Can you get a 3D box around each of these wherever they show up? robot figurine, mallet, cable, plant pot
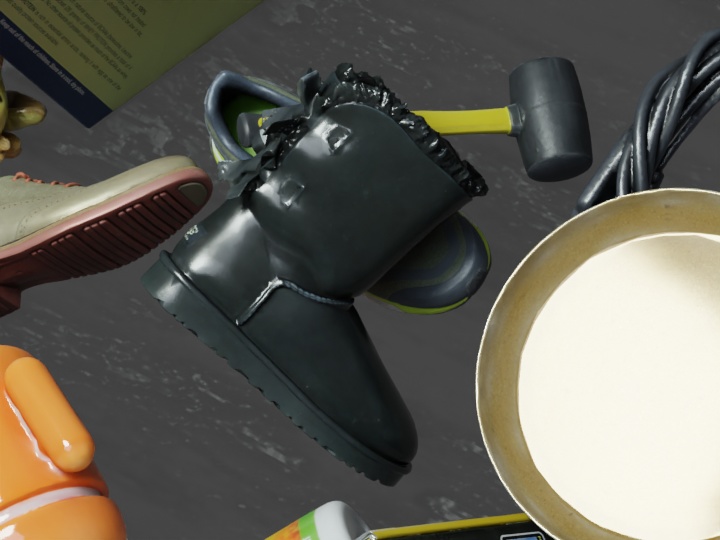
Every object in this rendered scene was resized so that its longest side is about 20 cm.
[{"bbox_3d":[-0.203,0.123,1.198,0.144,0.117,0.200,-33,67,1],"label":"robot figurine"},{"bbox_3d":[0.034,-0.070,1.181,0.200,0.041,0.066,-10,71,-20],"label":"mallet"},{"bbox_3d":[0.211,-0.039,1.160,0.163,0.051,0.200,35,86,22],"label":"cable"},{"bbox_3d":[0.158,0.057,1.111,0.200,0.027,0.200,-5,71,16],"label":"plant pot"}]

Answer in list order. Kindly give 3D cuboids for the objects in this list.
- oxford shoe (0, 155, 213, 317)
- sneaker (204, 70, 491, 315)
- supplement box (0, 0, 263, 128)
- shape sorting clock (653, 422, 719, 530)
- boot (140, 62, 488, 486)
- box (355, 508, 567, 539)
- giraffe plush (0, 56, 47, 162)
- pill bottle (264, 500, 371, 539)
[{"bbox_3d":[-0.183,-0.033,1.261,0.200,0.070,0.075,-21,64,8],"label":"oxford shoe"},{"bbox_3d":[-0.016,-0.044,1.209,0.200,0.081,0.074,33,86,22],"label":"sneaker"},{"bbox_3d":[-0.143,-0.217,1.231,0.200,0.200,0.134,-36,69,4],"label":"supplement box"},{"bbox_3d":[0.210,0.141,1.113,0.200,0.039,0.200,-5,76,20],"label":"shape sorting clock"},{"bbox_3d":[0.000,0.000,1.145,0.198,0.073,0.162,42,95,-19],"label":"boot"},{"bbox_3d":[0.081,0.219,1.060,0.049,0.160,0.200,-38,64,35],"label":"box"},{"bbox_3d":[-0.275,-0.118,1.260,0.162,0.200,0.173,32,67,13],"label":"giraffe plush"},{"bbox_3d":[-0.068,0.215,1.133,0.200,0.111,0.111,-31,69,5],"label":"pill bottle"}]
